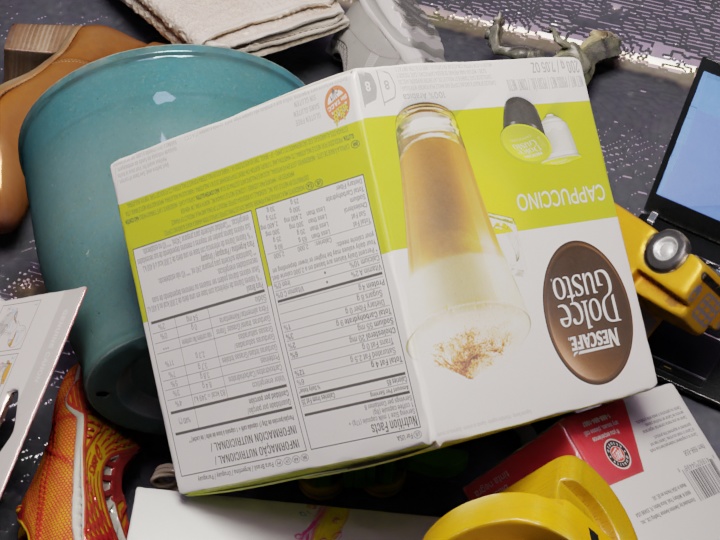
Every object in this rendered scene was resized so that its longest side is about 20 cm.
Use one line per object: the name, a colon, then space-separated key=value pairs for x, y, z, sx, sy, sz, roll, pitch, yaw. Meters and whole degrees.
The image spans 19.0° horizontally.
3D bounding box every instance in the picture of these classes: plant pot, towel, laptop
plant pot: x=-0.110 y=-0.007 z=1.351 sx=0.200 sy=0.200 sz=0.188 roll=-5 pitch=57 yaw=-6
towel: x=-0.108 y=-0.214 z=1.605 sx=0.132 sy=0.035 sz=0.200 roll=-20 pitch=39 yaw=-27
laptop: x=0.262 y=-0.016 z=1.444 sx=0.177 sy=0.103 sz=0.200 roll=25 pitch=54 yaw=18

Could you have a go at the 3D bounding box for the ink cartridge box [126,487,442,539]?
ink cartridge box: x=-0.036 y=0.226 z=1.208 sx=0.200 sy=0.145 sz=0.145 roll=6 pitch=51 yaw=2

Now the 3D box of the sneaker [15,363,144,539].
sneaker: x=-0.181 y=0.130 z=1.331 sx=0.077 sy=0.073 sz=0.200 roll=-27 pitch=33 yaw=21

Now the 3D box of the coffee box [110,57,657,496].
coffee box: x=0.013 y=0.004 z=1.198 sx=0.200 sy=0.200 sz=0.198 roll=-9 pitch=84 yaw=-47

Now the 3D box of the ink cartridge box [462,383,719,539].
ink cartridge box: x=0.169 y=0.177 z=1.218 sx=0.144 sy=0.084 sz=0.200 roll=-10 pitch=65 yaw=-56

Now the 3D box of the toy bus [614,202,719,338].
toy bus: x=0.152 y=-0.013 z=1.424 sx=0.078 sy=0.065 sz=0.200 roll=-52 pitch=50 yaw=-1

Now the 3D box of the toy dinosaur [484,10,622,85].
toy dinosaur: x=0.117 y=-0.135 z=1.576 sx=0.088 sy=0.047 sz=0.200 roll=32 pitch=60 yaw=14

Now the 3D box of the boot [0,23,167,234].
boot: x=-0.186 y=-0.096 z=1.525 sx=0.155 sy=0.077 sz=0.200 roll=8 pitch=43 yaw=-1

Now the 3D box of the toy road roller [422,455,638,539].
toy road roller: x=0.115 y=0.190 z=1.115 sx=0.200 sy=0.123 sz=0.146 roll=42 pitch=32 yaw=-21

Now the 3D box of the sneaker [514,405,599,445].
sneaker: x=0.137 y=0.080 z=1.380 sx=0.086 sy=0.080 sz=0.200 roll=-29 pitch=62 yaw=-34

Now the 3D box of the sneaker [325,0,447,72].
sneaker: x=0.032 y=-0.122 z=1.551 sx=0.075 sy=0.082 sz=0.200 roll=28 pitch=28 yaw=-38

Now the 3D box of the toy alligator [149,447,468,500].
toy alligator: x=-0.033 y=0.108 z=1.360 sx=0.200 sy=0.059 sz=0.054 roll=-2 pitch=51 yaw=-4

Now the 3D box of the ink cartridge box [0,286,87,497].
ink cartridge box: x=-0.243 y=0.109 z=1.284 sx=0.176 sy=0.045 sz=0.200 roll=-5 pitch=55 yaw=41
